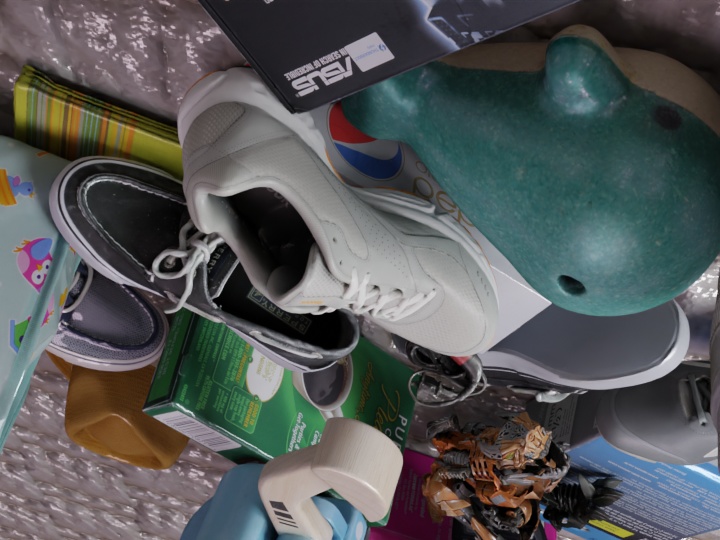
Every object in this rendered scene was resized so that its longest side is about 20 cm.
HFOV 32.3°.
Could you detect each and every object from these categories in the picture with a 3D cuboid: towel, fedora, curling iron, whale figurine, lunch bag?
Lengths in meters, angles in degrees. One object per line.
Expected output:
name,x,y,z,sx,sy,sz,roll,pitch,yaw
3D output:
towel,-0.115,-0.064,0.757,0.197,0.018,0.086,20,156,-8
fedora,-0.186,0.109,1.021,0.197,0.083,0.202,12,151,7
curling iron,0.000,0.000,0.713,0.049,0.026,0.201,-37,96,28
whale figurine,0.079,-0.048,0.588,0.197,0.105,0.160,22,152,1
lunch bag,-0.265,0.010,0.756,0.168,0.203,0.122,21,170,-10

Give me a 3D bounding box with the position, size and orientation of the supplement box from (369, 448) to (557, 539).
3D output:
supplement box,0.060,0.232,1.058,0.197,0.104,0.102,19,126,-2

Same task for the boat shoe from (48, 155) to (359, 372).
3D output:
boat shoe,-0.089,-0.004,0.720,0.198,0.074,0.068,37,164,-9

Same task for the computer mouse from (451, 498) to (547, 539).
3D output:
computer mouse,0.092,0.245,0.979,0.138,0.046,0.203,-2,119,26

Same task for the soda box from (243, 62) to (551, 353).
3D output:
soda box,0.011,-0.037,0.669,0.198,0.069,0.064,30,134,-22

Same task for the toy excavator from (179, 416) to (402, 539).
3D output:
toy excavator,-0.048,0.164,0.796,0.191,0.101,0.201,2,140,25

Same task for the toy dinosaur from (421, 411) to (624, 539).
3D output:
toy dinosaur,0.094,0.142,0.828,0.135,0.103,0.200,37,175,-5

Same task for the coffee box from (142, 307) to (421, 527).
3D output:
coffee box,-0.049,0.086,0.871,0.199,0.125,0.044,33,146,-31

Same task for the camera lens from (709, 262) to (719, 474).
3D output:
camera lens,0.222,-0.005,0.485,0.157,0.203,0.161,12,152,7

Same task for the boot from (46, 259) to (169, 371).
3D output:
boot,-0.221,0.006,0.871,0.197,0.074,0.090,24,156,-12

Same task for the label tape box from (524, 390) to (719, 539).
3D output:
label tape box,0.190,0.139,0.898,0.142,0.067,0.200,25,153,-13

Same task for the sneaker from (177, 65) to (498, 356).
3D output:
sneaker,-0.010,-0.002,0.588,0.199,0.093,0.076,35,123,-25

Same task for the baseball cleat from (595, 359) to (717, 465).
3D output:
baseball cleat,0.239,0.063,0.728,0.196,0.071,0.107,-4,144,-4

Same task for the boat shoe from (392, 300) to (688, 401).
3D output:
boat shoe,0.112,0.044,0.750,0.197,0.075,0.068,-7,151,39

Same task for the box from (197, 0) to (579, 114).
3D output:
box,0.000,-0.156,0.472,0.198,0.044,0.161,-14,126,43
